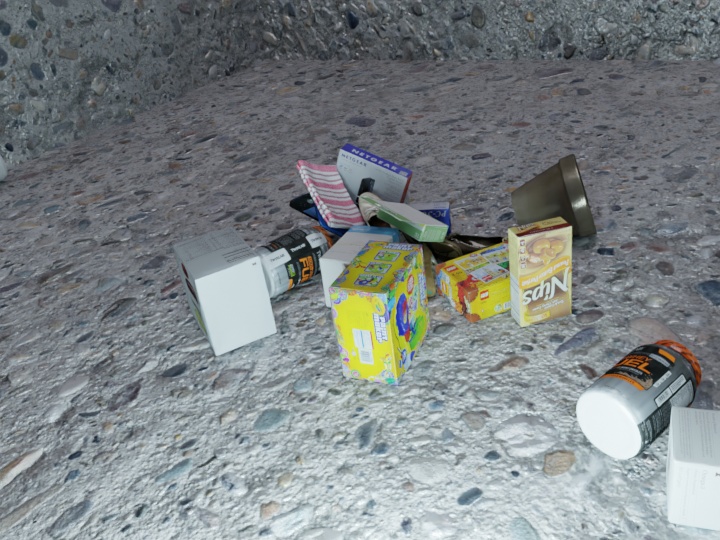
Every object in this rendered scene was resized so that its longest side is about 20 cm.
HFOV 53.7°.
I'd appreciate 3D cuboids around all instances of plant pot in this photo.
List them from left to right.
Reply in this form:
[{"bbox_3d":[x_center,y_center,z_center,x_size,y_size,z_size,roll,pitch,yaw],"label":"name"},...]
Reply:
[{"bbox_3d":[0.468,-0.161,1.745,0.171,0.202,0.201,-18,24,19],"label":"plant pot"}]

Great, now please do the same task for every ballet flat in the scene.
[{"bbox_3d":[0.151,0.002,1.661,0.062,0.069,0.201,20,32,-5],"label":"ballet flat"},{"bbox_3d":[0.293,-0.068,1.744,0.197,0.047,0.068,4,31,23],"label":"ballet flat"}]

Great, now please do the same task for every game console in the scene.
[{"bbox_3d":[-0.072,-0.111,1.834,0.169,0.198,0.120,-15,59,46],"label":"game console"}]

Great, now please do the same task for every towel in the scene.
[{"bbox_3d":[-0.071,-0.188,1.783,0.030,0.202,0.145,-40,-22,30],"label":"towel"}]

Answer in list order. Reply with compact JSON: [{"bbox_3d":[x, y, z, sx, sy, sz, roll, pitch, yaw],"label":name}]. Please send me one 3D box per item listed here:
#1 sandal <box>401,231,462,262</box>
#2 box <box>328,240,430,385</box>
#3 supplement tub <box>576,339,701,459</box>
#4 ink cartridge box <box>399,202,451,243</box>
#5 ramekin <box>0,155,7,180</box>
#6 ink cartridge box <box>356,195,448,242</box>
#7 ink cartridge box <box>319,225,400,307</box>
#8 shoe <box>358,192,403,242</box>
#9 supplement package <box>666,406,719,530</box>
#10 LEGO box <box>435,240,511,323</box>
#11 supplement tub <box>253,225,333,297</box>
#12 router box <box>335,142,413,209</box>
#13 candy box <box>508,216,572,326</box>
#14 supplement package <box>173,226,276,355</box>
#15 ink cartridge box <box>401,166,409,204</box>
[{"bbox_3d":[0.178,-0.076,1.756,0.198,0.081,0.054,25,55,38],"label":"sandal"},{"bbox_3d":[0.043,0.077,1.387,0.120,0.203,0.193,5,32,25],"label":"box"},{"bbox_3d":[0.447,0.198,1.131,0.198,0.124,0.122,-28,33,-32],"label":"supplement tub"},{"bbox_3d":[0.135,-0.121,1.838,0.196,0.095,0.044,-3,28,12],"label":"ink cartridge box"},{"bbox_3d":[-1.478,-0.412,2.747,0.199,0.205,0.095,7,42,27],"label":"ramekin"},{"bbox_3d":[0.094,-0.118,1.649,0.145,0.049,0.198,32,20,35],"label":"ink cartridge box"},{"bbox_3d":[0.000,0.000,1.617,0.123,0.130,0.200,7,31,27],"label":"ink cartridge box"},{"bbox_3d":[0.054,-0.118,1.779,0.069,0.053,0.202,-33,72,4],"label":"shoe"},{"bbox_3d":[0.527,0.276,0.969,0.197,0.119,0.118,2,29,21],"label":"supplement package"},{"bbox_3d":[0.286,0.020,1.551,0.197,0.078,0.149,-18,30,-17],"label":"LEGO box"},{"bbox_3d":[-0.166,-0.027,1.723,0.198,0.124,0.122,-29,34,-32],"label":"supplement tub"},{"bbox_3d":[0.021,-0.215,1.888,0.197,0.182,0.049,24,36,11],"label":"router box"},{"bbox_3d":[0.361,0.004,1.427,0.113,0.203,0.055,-12,26,-7],"label":"candy box"},{"bbox_3d":[-0.299,0.040,1.563,0.145,0.194,0.200,-20,29,-20],"label":"supplement package"},{"bbox_3d":[0.028,-0.208,1.973,0.197,0.149,0.083,3,31,23],"label":"ink cartridge box"}]
